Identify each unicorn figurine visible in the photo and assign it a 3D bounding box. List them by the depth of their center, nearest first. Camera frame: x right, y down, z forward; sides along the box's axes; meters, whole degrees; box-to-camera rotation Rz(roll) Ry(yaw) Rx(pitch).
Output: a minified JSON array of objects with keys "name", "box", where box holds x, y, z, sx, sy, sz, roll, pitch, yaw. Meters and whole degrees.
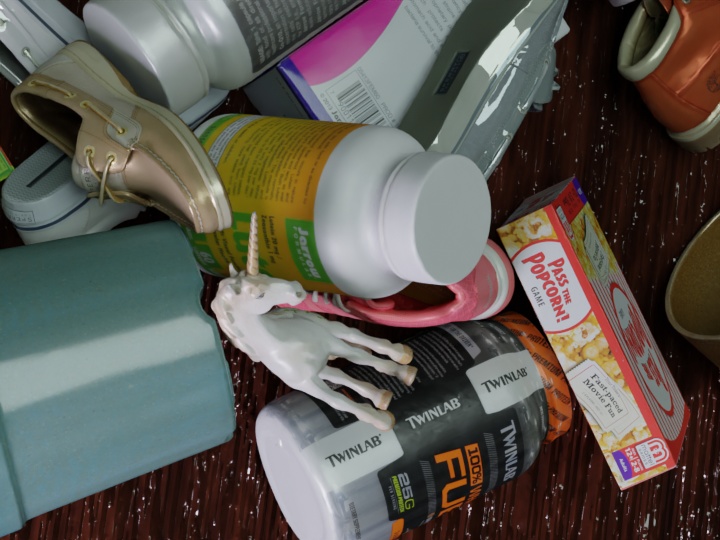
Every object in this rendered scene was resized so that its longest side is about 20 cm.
[{"name":"unicorn figurine","box":[-0.033,0.046,1.410,0.137,0.200,0.074,25,76,-4]}]

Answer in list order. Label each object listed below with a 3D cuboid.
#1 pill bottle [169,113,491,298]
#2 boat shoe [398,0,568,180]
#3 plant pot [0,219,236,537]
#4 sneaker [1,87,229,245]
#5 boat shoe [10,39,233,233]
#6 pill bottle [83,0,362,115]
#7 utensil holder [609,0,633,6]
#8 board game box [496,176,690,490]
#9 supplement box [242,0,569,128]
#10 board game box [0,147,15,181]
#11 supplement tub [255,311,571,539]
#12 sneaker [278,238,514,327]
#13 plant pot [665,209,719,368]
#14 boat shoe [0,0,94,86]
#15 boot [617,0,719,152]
[{"name":"pill bottle","box":[-0.019,-0.041,1.451,0.111,0.200,0.112,-11,104,-49]},{"name":"boat shoe","box":[0.095,-0.131,1.522,0.071,0.070,0.201,41,73,-30]},{"name":"plant pot","box":[-0.192,0.062,1.421,0.195,0.200,0.201,-16,90,-12]},{"name":"sneaker","box":[-0.164,-0.077,1.533,0.200,0.073,0.071,-39,137,-29]},{"name":"boat shoe","box":[-0.156,-0.074,1.434,0.069,0.200,0.074,-31,136,-21]},{"name":"pill bottle","box":[-0.079,-0.192,1.492,0.200,0.114,0.114,-37,97,-18]},{"name":"utensil holder","box":[0.203,-0.316,1.622,0.170,0.170,0.200,-32,97,-19]},{"name":"board game box","box":[0.168,0.040,1.586,0.046,0.151,0.200,-25,95,15]},{"name":"supplement box","box":[0.032,-0.150,1.582,0.200,0.103,0.101,-36,96,-17]},{"name":"board game box","box":[-0.327,-0.123,1.475,0.101,0.048,0.200,-35,100,-23]},{"name":"supplement tub","box":[0.039,0.110,1.548,0.200,0.122,0.123,-24,93,-19]},{"name":"sneaker","box":[0.000,0.000,1.523,0.199,0.087,0.074,4,101,20]},{"name":"plant pot","box":[0.358,0.049,1.646,0.186,0.186,0.200,-49,113,-16]},{"name":"boat shoe","box":[-0.259,-0.179,1.500,0.200,0.074,0.067,36,72,-13]},{"name":"boot","box":[0.265,-0.200,1.668,0.107,0.075,0.200,37,74,-29]}]
